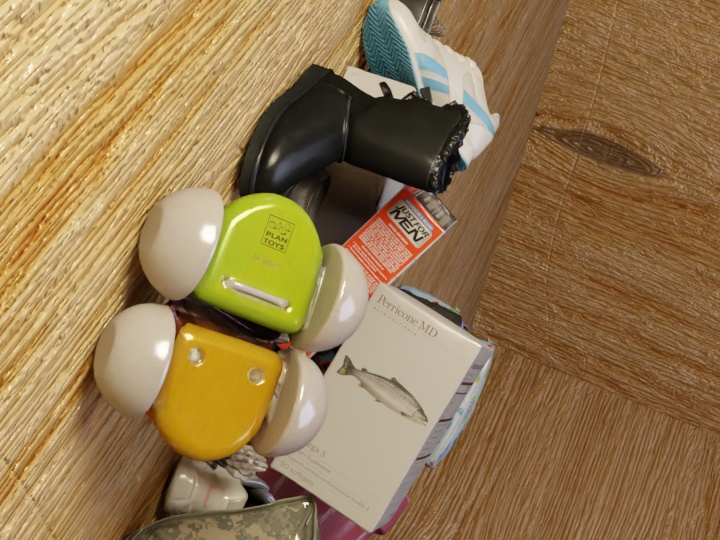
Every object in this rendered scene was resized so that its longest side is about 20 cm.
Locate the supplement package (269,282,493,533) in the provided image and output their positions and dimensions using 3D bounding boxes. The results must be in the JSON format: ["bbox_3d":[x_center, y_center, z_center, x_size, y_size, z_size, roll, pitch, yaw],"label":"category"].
[{"bbox_3d":[0.023,0.128,1.273,0.201,0.116,0.117,-59,168,2],"label":"supplement package"}]

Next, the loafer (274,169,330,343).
[{"bbox_3d":[-0.065,-0.013,1.288,0.073,0.072,0.201,88,24,-62],"label":"loafer"}]

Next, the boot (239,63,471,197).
[{"bbox_3d":[0.001,-0.105,1.186,0.199,0.161,0.074,-58,164,-48],"label":"boot"}]

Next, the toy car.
[{"bbox_3d":[-0.104,0.035,1.013,0.150,0.174,0.202,21,-90,65],"label":"toy car"}]

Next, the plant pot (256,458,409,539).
[{"bbox_3d":[-0.072,0.277,1.587,0.179,0.199,0.200,-49,165,-14],"label":"plant pot"}]

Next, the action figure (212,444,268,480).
[{"bbox_3d":[-0.115,0.132,1.247,0.200,0.101,0.120,38,68,-77],"label":"action figure"}]

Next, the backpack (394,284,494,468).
[{"bbox_3d":[0.053,0.117,1.440,0.184,0.146,0.200,-64,-179,2],"label":"backpack"}]

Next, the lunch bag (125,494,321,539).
[{"bbox_3d":[-0.130,0.300,1.274,0.165,0.198,0.119,89,-8,-59],"label":"lunch bag"}]

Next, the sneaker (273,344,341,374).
[{"bbox_3d":[-0.067,0.089,1.422,0.200,0.095,0.080,-31,142,-75],"label":"sneaker"}]

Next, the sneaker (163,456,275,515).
[{"bbox_3d":[-0.129,0.229,1.372,0.200,0.099,0.079,4,107,-80],"label":"sneaker"}]

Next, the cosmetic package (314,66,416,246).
[{"bbox_3d":[-0.001,-0.104,1.422,0.201,0.080,0.114,91,21,-61],"label":"cosmetic package"}]

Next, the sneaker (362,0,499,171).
[{"bbox_3d":[0.073,-0.203,1.399,0.081,0.076,0.201,-46,120,-22],"label":"sneaker"}]

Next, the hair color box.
[{"bbox_3d":[0.000,0.000,1.342,0.200,0.064,0.111,-42,179,13],"label":"hair color box"}]

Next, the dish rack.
[{"bbox_3d":[0.052,-0.230,1.523,0.200,0.054,0.155,1,111,-79],"label":"dish rack"}]
